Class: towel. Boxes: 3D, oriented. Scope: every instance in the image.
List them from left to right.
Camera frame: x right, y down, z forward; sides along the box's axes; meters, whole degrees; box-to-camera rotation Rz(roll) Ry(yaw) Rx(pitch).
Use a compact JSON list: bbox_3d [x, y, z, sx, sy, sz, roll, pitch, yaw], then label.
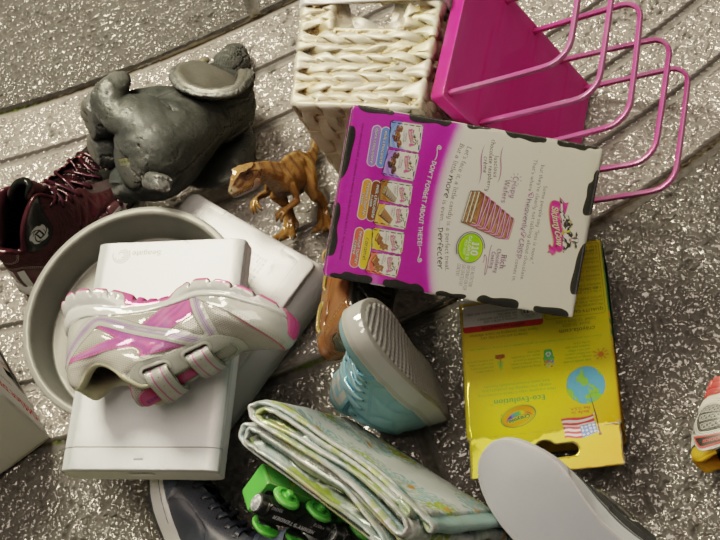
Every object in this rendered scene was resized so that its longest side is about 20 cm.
[{"bbox_3d":[0.015,0.161,1.038,0.171,0.200,0.048,33,93,27],"label":"towel"}]

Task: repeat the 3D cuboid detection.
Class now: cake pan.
[{"bbox_3d":[-0.190,0.041,1.172,0.199,0.037,0.201,-6,63,12],"label":"cake pan"}]

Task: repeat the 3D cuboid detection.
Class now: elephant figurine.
[{"bbox_3d":[-0.149,-0.147,1.283,0.199,0.142,0.156,-24,81,-25],"label":"elephant figurine"}]

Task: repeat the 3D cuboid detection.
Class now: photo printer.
[{"bbox_3d":[-0.144,0.049,1.218,0.166,0.069,0.200,29,74,26],"label":"photo printer"}]

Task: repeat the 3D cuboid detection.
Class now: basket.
[{"bbox_3d":[0.028,-0.154,1.203,0.135,0.200,0.124,4,69,20],"label":"basket"}]

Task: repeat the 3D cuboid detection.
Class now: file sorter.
[{"bbox_3d":[0.176,-0.160,1.139,0.125,0.200,0.139,-8,58,39],"label":"file sorter"}]

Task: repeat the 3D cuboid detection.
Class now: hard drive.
[{"bbox_3d":[-0.164,0.070,1.114,0.131,0.027,0.201,-2,64,13],"label":"hard drive"}]

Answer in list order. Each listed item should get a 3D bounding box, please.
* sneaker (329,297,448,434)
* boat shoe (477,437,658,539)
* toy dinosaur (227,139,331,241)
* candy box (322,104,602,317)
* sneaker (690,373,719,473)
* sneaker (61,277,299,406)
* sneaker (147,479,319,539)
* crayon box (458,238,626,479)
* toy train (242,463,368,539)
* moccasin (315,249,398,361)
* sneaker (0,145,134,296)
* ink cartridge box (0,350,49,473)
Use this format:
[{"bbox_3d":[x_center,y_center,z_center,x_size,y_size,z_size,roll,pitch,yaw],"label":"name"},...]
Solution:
[{"bbox_3d":[0.009,0.089,1.077,0.082,0.200,0.074,-23,58,9],"label":"sneaker"},{"bbox_3d":[0.173,0.200,1.032,0.200,0.057,0.069,40,103,17],"label":"boat shoe"},{"bbox_3d":[-0.056,-0.087,1.258,0.060,0.200,0.107,-6,105,20],"label":"toy dinosaur"},{"bbox_3d":[0.079,-0.047,1.080,0.199,0.061,0.137,10,95,-2],"label":"candy box"},{"bbox_3d":[0.342,0.151,1.023,0.200,0.078,0.082,20,74,35],"label":"sneaker"},{"bbox_3d":[-0.142,0.063,1.058,0.199,0.081,0.089,-6,64,20],"label":"sneaker"},{"bbox_3d":[-0.087,0.207,1.104,0.146,0.077,0.203,-25,68,16],"label":"sneaker"},{"bbox_3d":[0.148,0.079,1.126,0.126,0.051,0.201,-7,60,13],"label":"crayon box"},{"bbox_3d":[-0.004,0.200,1.041,0.042,0.200,0.056,-53,31,15],"label":"toy train"},{"bbox_3d":[0.001,0.001,1.182,0.078,0.074,0.202,-37,30,34],"label":"moccasin"},{"bbox_3d":[-0.279,-0.077,1.299,0.075,0.116,0.200,19,70,25],"label":"sneaker"},{"bbox_3d":[-0.379,0.077,1.229,0.083,0.147,0.200,-35,60,-6],"label":"ink cartridge box"}]
